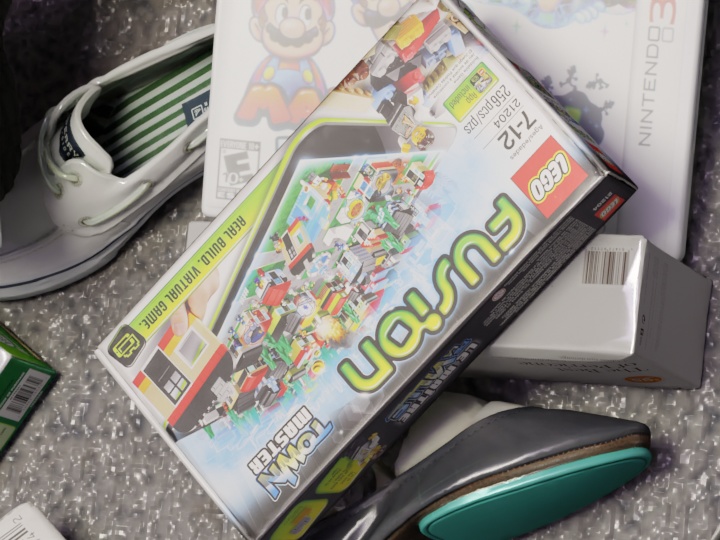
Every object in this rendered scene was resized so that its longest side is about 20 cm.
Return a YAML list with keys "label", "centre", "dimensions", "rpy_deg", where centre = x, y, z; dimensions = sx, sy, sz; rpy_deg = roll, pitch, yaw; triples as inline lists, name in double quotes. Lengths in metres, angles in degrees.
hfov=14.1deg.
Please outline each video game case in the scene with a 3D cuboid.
- label: "video game case"
  centre: [0.039, -0.103, 1.175]
  dimensions: [0.199, 0.024, 0.183]
  rpy_deg: [6, 96, 11]

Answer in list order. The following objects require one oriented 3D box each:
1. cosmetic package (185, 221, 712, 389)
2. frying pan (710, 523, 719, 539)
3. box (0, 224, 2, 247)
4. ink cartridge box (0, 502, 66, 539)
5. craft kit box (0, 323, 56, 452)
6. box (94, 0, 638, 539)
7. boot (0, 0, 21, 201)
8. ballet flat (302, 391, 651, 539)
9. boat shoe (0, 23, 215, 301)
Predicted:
- label: "cosmetic package"
  centre: [0.033, 0.015, 1.174]
  dimensions: [0.199, 0.082, 0.051]
  rpy_deg: [2, 81, 27]
- label: "frying pan"
  centre: [0.156, 0.156, 1.109]
  dimensions: [0.190, 0.031, 0.115]
  rpy_deg: [-47, 63, 13]
- label: "box"
  centre: [-0.228, -0.090, 1.235]
  dimensions: [0.199, 0.041, 0.157]
  rpy_deg: [7, 102, 49]
- label: "ink cartridge box"
  centre: [-0.144, 0.218, 1.189]
  dimensions: [0.176, 0.045, 0.200]
  rpy_deg: [-35, 62, -18]
- label: "craft kit box"
  centre: [-0.264, 0.067, 1.326]
  dimensions: [0.197, 0.048, 0.200]
  rpy_deg: [38, 96, 31]
- label: "box"
  centre: [0.000, 0.000, 1.127]
  dimensions: [0.200, 0.035, 0.110]
  rpy_deg: [-47, 65, 10]
- label: "boot"
  centre: [-0.198, -0.125, 1.285]
  dimensions: [0.130, 0.067, 0.201]
  rpy_deg: [15, 101, 57]
- label: "ballet flat"
  centre: [0.021, 0.091, 1.171]
  dimensions: [0.199, 0.073, 0.073]
  rpy_deg: [-32, 67, 18]
- label: "boat shoe"
  centre: [-0.111, -0.057, 1.267]
  dimensions: [0.199, 0.067, 0.074]
  rpy_deg: [-33, 66, 15]
